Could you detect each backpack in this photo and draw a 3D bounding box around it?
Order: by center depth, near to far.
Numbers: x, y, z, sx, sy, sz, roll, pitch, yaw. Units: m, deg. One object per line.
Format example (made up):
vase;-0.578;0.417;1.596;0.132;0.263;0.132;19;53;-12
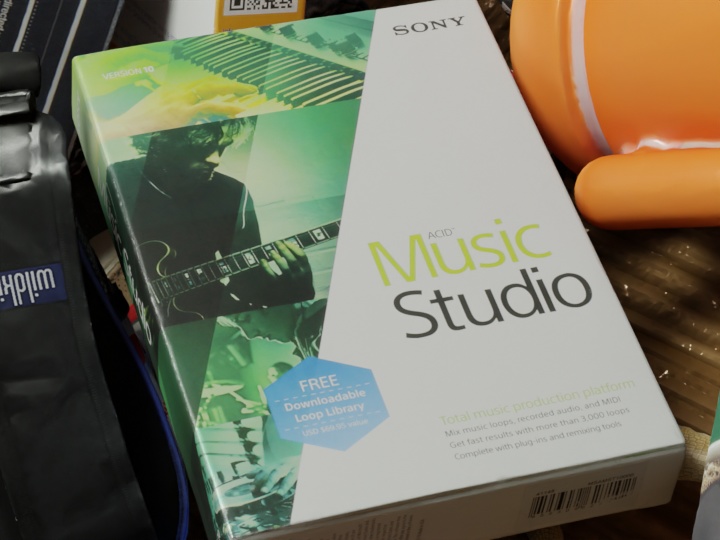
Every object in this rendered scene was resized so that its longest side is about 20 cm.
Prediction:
backpack;-0.155;0.056;0.851;0.200;0.191;0.154;-29;2;-9

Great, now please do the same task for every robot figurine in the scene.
robot figurine;0.135;-0.080;0.861;0.200;0.117;0.144;3;88;42

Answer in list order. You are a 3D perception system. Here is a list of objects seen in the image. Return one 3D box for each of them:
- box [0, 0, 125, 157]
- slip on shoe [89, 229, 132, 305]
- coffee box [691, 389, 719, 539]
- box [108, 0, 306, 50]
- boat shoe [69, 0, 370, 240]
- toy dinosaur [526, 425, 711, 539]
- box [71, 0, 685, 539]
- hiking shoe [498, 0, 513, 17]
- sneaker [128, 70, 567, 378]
box;-0.200;-0.108;0.929;0.200;0.198;0.123;-68;29;19
slip on shoe;-0.114;0.070;0.965;0.061;0.076;0.200;18;58;35
coffee box;0.153;0.006;0.715;0.123;0.044;0.200;20;100;65
box;-0.055;-0.149;0.937;0.041;0.200;0.119;-3;25;-26
boat shoe;-0.078;-0.046;1.039;0.091;0.071;0.200;10;56;47
toy dinosaur;0.058;0.056;0.835;0.200;0.058;0.101;19;65;49
box;0.000;0.000;0.816;0.144;0.036;0.200;-11;51;-15
hiking shoe;0.120;-0.170;0.973;0.200;0.101;0.076;-49;40;-10
sneaker;-0.016;-0.010;0.956;0.200;0.077;0.085;-34;39;-9
